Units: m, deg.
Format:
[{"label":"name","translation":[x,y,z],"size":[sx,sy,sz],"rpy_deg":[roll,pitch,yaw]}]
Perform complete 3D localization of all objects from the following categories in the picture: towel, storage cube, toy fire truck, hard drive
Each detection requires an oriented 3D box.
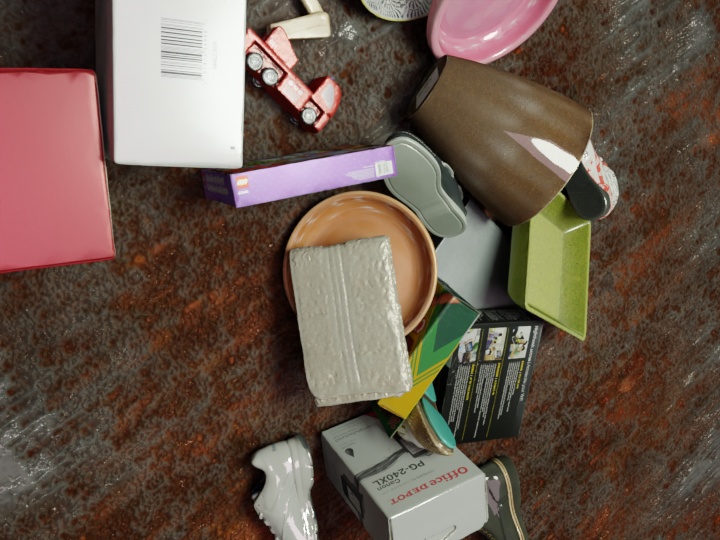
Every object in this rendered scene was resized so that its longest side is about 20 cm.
[{"label":"towel","translation":[-0.012,0.063,0.842],"size":[0.131,0.034,0.202],"rpy_deg":[-8,88,10]},{"label":"storage cube","translation":[-0.346,-0.095,0.653],"size":[0.178,0.171,0.202],"rpy_deg":[-9,103,-26]},{"label":"toy fire truck","translation":[-0.084,-0.281,0.817],"size":[0.200,0.049,0.142],"rpy_deg":[41,80,-27]},{"label":"hard drive","translation":[0.179,0.008,1.017],"size":[0.200,0.033,0.140],"rpy_deg":[39,81,-28]}]

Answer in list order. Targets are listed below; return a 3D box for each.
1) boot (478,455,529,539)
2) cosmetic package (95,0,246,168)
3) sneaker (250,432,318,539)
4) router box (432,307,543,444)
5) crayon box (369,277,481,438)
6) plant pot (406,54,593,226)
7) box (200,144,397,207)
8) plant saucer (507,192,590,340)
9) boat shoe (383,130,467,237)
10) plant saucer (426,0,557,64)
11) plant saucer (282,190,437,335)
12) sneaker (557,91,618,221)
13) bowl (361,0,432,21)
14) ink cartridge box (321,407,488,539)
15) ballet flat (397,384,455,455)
[{"label":"boot","translation":[0.188,0.410,1.087],"size":[0.137,0.077,0.202],"rpy_deg":[-12,92,-20]},{"label":"cosmetic package","translation":[-0.200,-0.210,0.687],"size":[0.122,0.200,0.202],"rpy_deg":[-1,101,-24]},{"label":"sneaker","translation":[-0.103,0.322,0.926],"size":[0.086,0.074,0.202],"rpy_deg":[-7,97,-13]},{"label":"router box","translation":[0.181,0.158,1.013],"size":[0.148,0.051,0.202],"rpy_deg":[0,111,-21]},{"label":"crayon box","translation":[0.063,0.106,0.908],"size":[0.051,0.127,0.201],"rpy_deg":[31,96,-21]},{"label":"plant pot","translation":[0.167,-0.190,0.906],"size":[0.199,0.187,0.188],"rpy_deg":[30,86,-14]},{"label":"box","translation":[-0.075,-0.116,0.804],"size":[0.198,0.137,0.040],"rpy_deg":[-14,105,-24]},{"label":"plant saucer","translation":[0.276,-0.015,1.008],"size":[0.199,0.048,0.202],"rpy_deg":[25,67,-45]},{"label":"boat shoe","translation":[0.082,-0.119,0.890],"size":[0.200,0.075,0.061],"rpy_deg":[52,32,-49]},{"label":"plant saucer","translation":[0.168,-0.352,0.878],"size":[0.199,0.201,0.051],"rpy_deg":[-18,64,-23]},{"label":"plant saucer","translation":[0.000,0.000,0.878],"size":[0.198,0.037,0.203],"rpy_deg":[0,92,5]},{"label":"sneaker","translation":[0.333,-0.174,1.046],"size":[0.108,0.067,0.203],"rpy_deg":[-16,82,-58]},{"label":"bowl","translation":[0.067,-0.414,0.821],"size":[0.199,0.201,0.095],"rpy_deg":[-17,66,-23]},{"label":"ink cartridge box","translation":[0.055,0.273,0.908],"size":[0.144,0.200,0.084],"rpy_deg":[-17,116,-23]},{"label":"ballet flat","translation":[0.076,0.192,0.917],"size":[0.065,0.200,0.071],"rpy_deg":[-39,111,11]}]
